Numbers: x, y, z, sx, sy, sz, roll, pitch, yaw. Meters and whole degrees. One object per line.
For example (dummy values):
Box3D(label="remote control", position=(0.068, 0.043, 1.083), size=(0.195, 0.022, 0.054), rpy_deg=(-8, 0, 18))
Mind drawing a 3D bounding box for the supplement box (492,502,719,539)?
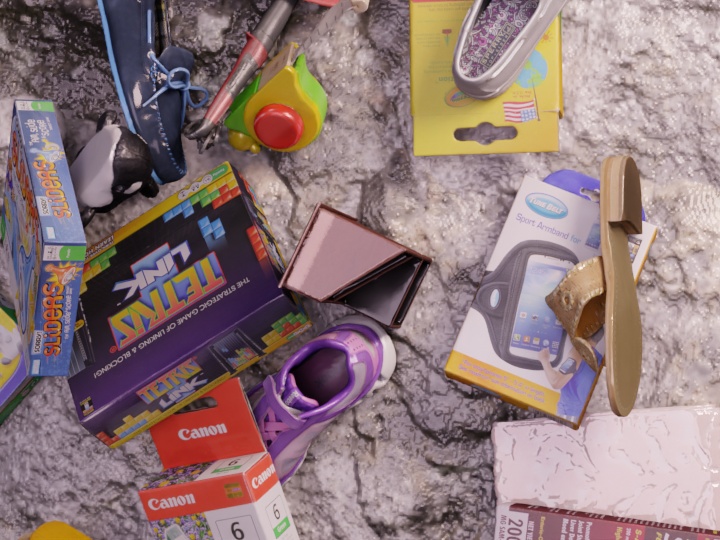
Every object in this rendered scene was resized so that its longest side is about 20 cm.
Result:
Box3D(label="supplement box", position=(0.202, 0.250, 1.576), size=(0.199, 0.061, 0.109), rpy_deg=(6, 87, 10))

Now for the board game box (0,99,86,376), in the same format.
Box3D(label="board game box", position=(-0.260, -0.029, 1.619), size=(0.034, 0.200, 0.136), rpy_deg=(0, 126, -18))

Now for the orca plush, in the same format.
Box3D(label="orca plush", position=(-0.206, -0.061, 1.654), size=(0.071, 0.200, 0.106), rpy_deg=(21, 55, -20))

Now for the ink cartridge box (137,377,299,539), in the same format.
Box3D(label="ink cartridge box", position=(-0.119, 0.196, 1.631), size=(0.109, 0.050, 0.201), rpy_deg=(-13, 103, 28))

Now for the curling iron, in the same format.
Box3D(label="curling iron", position=(-0.092, -0.183, 1.668), size=(0.026, 0.050, 0.201), rpy_deg=(34, 74, -18))

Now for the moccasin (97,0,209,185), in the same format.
Box3D(label="moccasin", position=(-0.174, -0.175, 1.684), size=(0.068, 0.080, 0.201), rpy_deg=(-16, 86, 5))

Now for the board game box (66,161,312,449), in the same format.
Box3D(label="board game box", position=(-0.157, 0.027, 1.644), size=(0.199, 0.057, 0.166), rpy_deg=(-32, 48, 7))

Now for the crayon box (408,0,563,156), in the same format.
Box3D(label="crayon box", position=(0.103, -0.193, 1.648), size=(0.126, 0.051, 0.201), rpy_deg=(0, 87, 10))

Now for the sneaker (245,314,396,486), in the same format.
Box3D(label="sneaker", position=(-0.060, 0.116, 1.646), size=(0.200, 0.088, 0.081), rpy_deg=(-45, 83, 8))

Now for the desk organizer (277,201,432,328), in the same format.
Box3D(label="desk organizer", position=(0.000, 0.000, 1.584), size=(0.077, 0.200, 0.072), rpy_deg=(26, 92, 8))

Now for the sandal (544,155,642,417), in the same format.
Box3D(label="sandal", position=(0.181, 0.014, 1.576), size=(0.069, 0.078, 0.213), rpy_deg=(-4, 72, 25))

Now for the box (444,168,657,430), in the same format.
Box3D(label="box", position=(0.160, 0.015, 1.623), size=(0.119, 0.041, 0.201), rpy_deg=(21, 84, 10))

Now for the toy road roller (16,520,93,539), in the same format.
Box3D(label="toy road roller", position=(-0.233, 0.317, 1.623), size=(0.199, 0.146, 0.123), rpy_deg=(32, 123, 14))

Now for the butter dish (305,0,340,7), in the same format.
Box3D(label="butter dish", position=(-0.064, -0.341, 1.629), size=(0.199, 0.148, 0.200), rpy_deg=(18, 83, 11))

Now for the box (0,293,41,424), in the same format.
Box3D(label="box", position=(-0.370, 0.046, 1.726), size=(0.200, 0.048, 0.117), rpy_deg=(42, 95, 11))

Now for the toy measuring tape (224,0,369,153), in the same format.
Box3D(label="toy measuring tape", position=(-0.039, -0.154, 1.644), size=(0.200, 0.073, 0.074), rpy_deg=(-39, 80, 36))

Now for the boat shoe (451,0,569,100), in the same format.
Box3D(label="boat shoe", position=(0.131, -0.231, 1.585), size=(0.072, 0.069, 0.200), rpy_deg=(36, 93, 9))

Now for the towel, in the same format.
Box3D(label="towel", position=(0.207, 0.215, 1.623), size=(0.190, 0.032, 0.201), rpy_deg=(-4, 86, 11))
